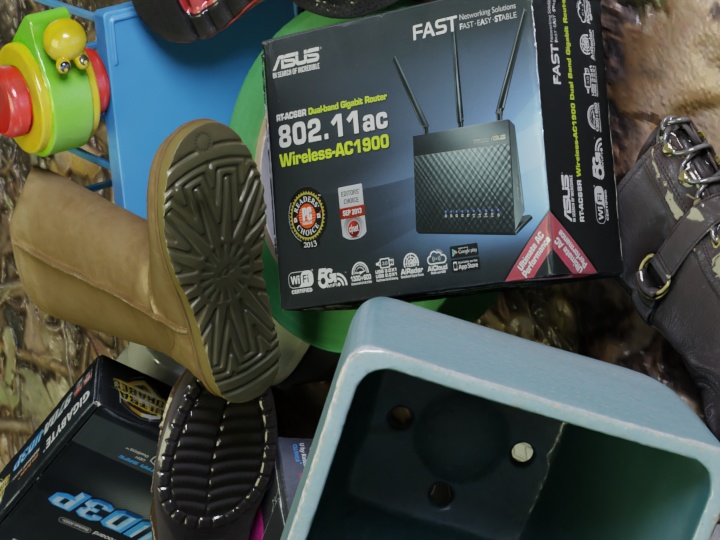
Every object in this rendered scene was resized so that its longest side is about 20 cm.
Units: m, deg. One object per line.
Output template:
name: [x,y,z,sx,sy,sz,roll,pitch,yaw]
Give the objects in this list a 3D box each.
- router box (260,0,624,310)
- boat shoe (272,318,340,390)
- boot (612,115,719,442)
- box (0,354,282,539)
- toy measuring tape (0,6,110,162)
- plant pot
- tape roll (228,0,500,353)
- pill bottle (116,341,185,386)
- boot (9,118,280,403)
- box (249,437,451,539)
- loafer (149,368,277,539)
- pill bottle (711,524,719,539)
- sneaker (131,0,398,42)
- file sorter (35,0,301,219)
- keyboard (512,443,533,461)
router box: [0.040,-0.062,1.351,0.199,0.062,0.151,-8,84,42]
boat shoe: [-0.001,-0.002,1.538,0.202,0.063,0.074,-51,52,36]
boot: [0.191,-0.004,1.268,0.200,0.069,0.175,-51,59,46]
box: [-0.124,0.152,1.644,0.159,0.199,0.046,-47,28,34]
toy measuring tape: [-0.194,-0.086,1.517,0.074,0.073,0.200,61,149,13]
plant pot: [0.057,0.118,1.314,0.200,0.195,0.197,-94,21,-71]
tape roll: [0.008,-0.054,1.454,0.199,0.048,0.202,0,90,42]
pill bottle: [-0.122,0.110,1.712,0.110,0.109,0.201,48,140,29]
boot: [-0.135,-0.024,1.457,0.199,0.066,0.177,25,128,46]
box: [-0.016,0.216,1.581,0.201,0.114,0.133,111,156,-44]
loafer: [-0.100,0.136,1.552,0.071,0.072,0.202,-126,43,-63]
pill bottle: [0.175,0.240,1.364,0.112,0.112,0.201,37,133,39]
sneaker: [-0.037,-0.189,1.442,0.199,0.087,0.074,-6,122,31]
file sorter: [-0.120,-0.088,1.593,0.122,0.138,0.202,23,124,50]
keyboard: [0.086,0.083,1.500,0.199,0.011,0.057,23,124,47]
